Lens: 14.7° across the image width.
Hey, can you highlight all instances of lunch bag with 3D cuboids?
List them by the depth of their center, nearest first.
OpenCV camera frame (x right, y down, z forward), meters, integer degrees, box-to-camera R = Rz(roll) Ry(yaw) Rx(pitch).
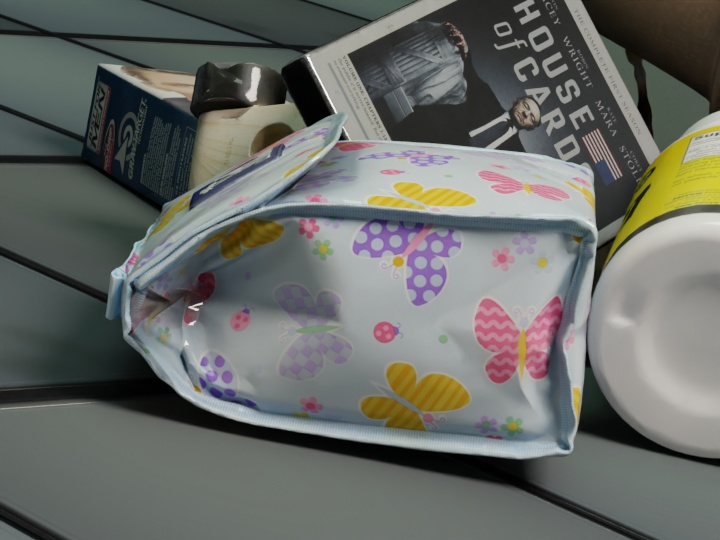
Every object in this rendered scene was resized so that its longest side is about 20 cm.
[{"bbox_3d":[0.000,0.000,1.198,0.199,0.128,0.170,5,11,4],"label":"lunch bag"}]

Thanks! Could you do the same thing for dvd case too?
[{"bbox_3d":[0.063,-0.066,1.365,0.200,0.151,0.025,-30,3,-44],"label":"dvd case"}]

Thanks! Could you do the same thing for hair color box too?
[{"bbox_3d":[-0.075,-0.067,1.591,0.100,0.061,0.200,4,13,-29],"label":"hair color box"}]

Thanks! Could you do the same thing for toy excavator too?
[{"bbox_3d":[0.025,-0.032,1.430,0.194,0.100,0.200,-4,-21,25],"label":"toy excavator"}]

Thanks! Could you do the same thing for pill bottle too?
[{"bbox_3d":[0.174,-0.002,1.300,0.114,0.115,0.200,13,23,9],"label":"pill bottle"}]

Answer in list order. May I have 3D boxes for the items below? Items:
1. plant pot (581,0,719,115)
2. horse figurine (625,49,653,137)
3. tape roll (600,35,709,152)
[{"bbox_3d":[0.172,-0.183,1.473,0.174,0.201,0.200,18,13,8],"label":"plant pot"},{"bbox_3d":[0.129,-0.050,1.587,0.050,0.133,0.200,-9,-4,-21],"label":"horse figurine"},{"bbox_3d":[0.218,-0.096,1.713,0.202,0.140,0.203,18,2,-1],"label":"tape roll"}]
